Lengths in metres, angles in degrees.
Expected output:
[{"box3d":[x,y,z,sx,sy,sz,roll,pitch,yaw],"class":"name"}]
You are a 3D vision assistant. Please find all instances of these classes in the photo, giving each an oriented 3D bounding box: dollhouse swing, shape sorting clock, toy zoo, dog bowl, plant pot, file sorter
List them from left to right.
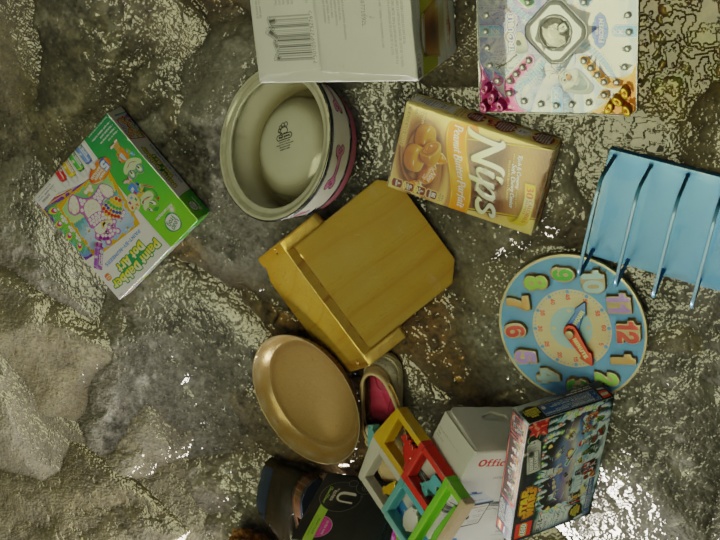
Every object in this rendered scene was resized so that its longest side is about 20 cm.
[{"box3d":[-0.088,-0.160,1.633,0.198,0.073,0.204,-4,84,40],"class":"dog bowl"},{"box3d":[-0.071,0.178,1.792,0.198,0.027,0.203,22,127,33],"class":"plant pot"},{"box3d":[0.000,0.000,1.720,0.201,0.175,0.182,52,160,-4],"class":"dollhouse swing"},{"box3d":[0.063,0.275,1.668,0.201,0.020,0.132,53,129,35],"class":"toy zoo"},{"box3d":[0.272,0.075,1.635,0.197,0.039,0.203,8,112,19],"class":"shape sorting clock"},{"box3d":[0.367,-0.042,1.505,0.197,0.123,0.141,16,114,16],"class":"file sorter"}]

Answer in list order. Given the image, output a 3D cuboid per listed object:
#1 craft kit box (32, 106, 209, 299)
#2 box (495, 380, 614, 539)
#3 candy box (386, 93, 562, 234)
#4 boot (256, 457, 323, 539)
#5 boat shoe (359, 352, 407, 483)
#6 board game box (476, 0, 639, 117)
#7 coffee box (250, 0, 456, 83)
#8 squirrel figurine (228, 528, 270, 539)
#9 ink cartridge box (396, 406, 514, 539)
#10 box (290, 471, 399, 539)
[{"box3d":[-0.345,-0.094,1.820,0.198,0.049,0.200,47,119,-3],"class":"craft kit box"},{"box3d":[0.250,0.249,1.643,0.040,0.135,0.203,47,142,47],"class":"box"},{"box3d":[0.142,-0.135,1.598,0.197,0.055,0.117,20,116,14],"class":"candy box"},{"box3d":[-0.105,0.373,1.898,0.096,0.074,0.203,27,123,34],"class":"boot"},{"box3d":[0.030,0.217,1.769,0.073,0.069,0.203,-3,108,23],"class":"boat shoe"},{"box3d":[0.233,-0.285,1.521,0.197,0.026,0.203,4,111,20],"class":"board game box"},{"box3d":[-0.006,-0.339,1.499,0.197,0.198,0.203,2,110,19],"class":"coffee box"},{"box3d":[-0.186,0.496,1.896,0.139,0.187,0.203,11,113,18],"class":"squirrel figurine"},{"box3d":[0.148,0.287,1.698,0.086,0.145,0.202,55,130,43],"class":"ink cartridge box"},{"box3d":[-0.007,0.415,1.797,0.122,0.149,0.203,6,124,19],"class":"box"}]
